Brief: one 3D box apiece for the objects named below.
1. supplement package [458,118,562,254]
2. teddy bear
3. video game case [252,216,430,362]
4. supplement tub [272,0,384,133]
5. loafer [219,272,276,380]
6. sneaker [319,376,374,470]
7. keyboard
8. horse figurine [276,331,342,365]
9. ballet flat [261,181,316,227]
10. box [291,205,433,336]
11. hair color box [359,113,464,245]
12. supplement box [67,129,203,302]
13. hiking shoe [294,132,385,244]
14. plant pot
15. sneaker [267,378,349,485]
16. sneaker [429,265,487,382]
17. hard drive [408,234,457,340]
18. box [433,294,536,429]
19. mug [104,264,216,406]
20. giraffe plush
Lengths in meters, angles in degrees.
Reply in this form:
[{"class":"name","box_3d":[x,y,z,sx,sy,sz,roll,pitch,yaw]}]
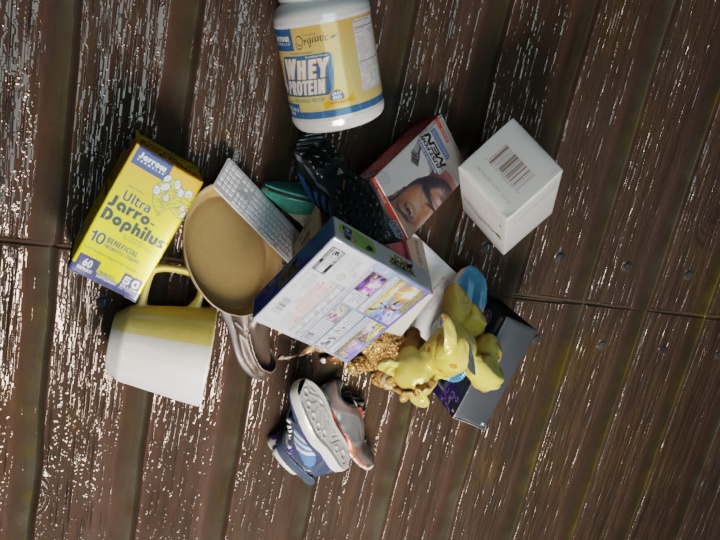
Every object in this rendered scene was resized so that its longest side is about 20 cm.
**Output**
[{"class":"supplement package","box_3d":[0.238,-0.128,1.163,0.117,0.200,0.117,-41,72,-1]},{"class":"teddy bear","box_3d":[0.042,0.139,1.262,0.141,0.067,0.205,-8,121,-16]},{"class":"video game case","box_3d":[-0.028,0.035,1.036,0.179,0.046,0.199,28,127,-29]},{"class":"supplement tub","box_3d":[-0.047,-0.315,1.034,0.141,0.145,0.205,-16,114,-13]},{"class":"loafer","box_3d":[-0.176,0.089,1.166,0.069,0.074,0.204,-13,116,14]},{"class":"sneaker","box_3d":[-0.013,0.277,1.307,0.081,0.077,0.202,-37,118,-10]},{"class":"keyboard","box_3d":[-0.153,-0.087,1.128,0.200,0.010,0.057,48,57,-35]},{"class":"horse figurine","box_3d":[-0.073,0.076,1.223,0.129,0.050,0.206,1,109,-19]},{"class":"ballet flat","box_3d":[-0.063,-0.100,1.152,0.194,0.068,0.072,1,116,-19]},{"class":"box","box_3d":[0.000,0.000,1.130,0.196,0.130,0.110,17,131,-24]},{"class":"hair color box","box_3d":[0.082,-0.145,1.127,0.200,0.063,0.112,-46,114,-35]},{"class":"supplement box","box_3d":[-0.325,-0.080,1.041,0.107,0.110,0.203,28,98,-26]},{"class":"hiking shoe","box_3d":[-0.029,-0.107,1.058,0.073,0.087,0.203,-28,77,-18]},{"class":"plant pot","box_3d":[-0.196,-0.031,1.093,0.198,0.027,0.206,19,66,-49]},{"class":"sneaker","box_3d":[-0.116,0.278,1.239,0.143,0.081,0.203,-11,122,27]},{"class":"sneaker","box_3d":[0.164,0.090,1.273,0.075,0.080,0.205,20,83,-23]},{"class":"hard drive","box_3d":[0.090,0.021,1.274,0.199,0.027,0.133,40,94,-28]},{"class":"box","box_3d":[0.214,0.157,1.304,0.077,0.141,0.204,22,101,-25]},{"class":"mug","box_3d":[-0.308,0.105,1.120,0.149,0.191,0.150,11,148,-14]},{"class":"giraffe plush","box_3d":[0.122,0.144,1.153,0.160,0.200,0.175,-30,94,25]}]
